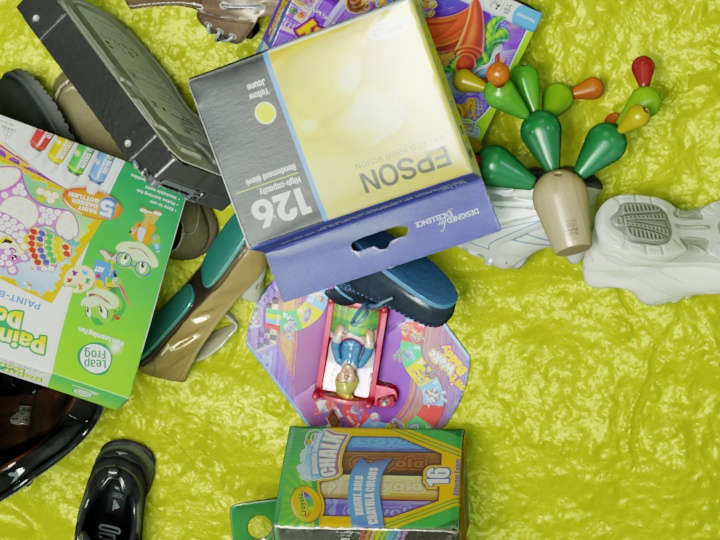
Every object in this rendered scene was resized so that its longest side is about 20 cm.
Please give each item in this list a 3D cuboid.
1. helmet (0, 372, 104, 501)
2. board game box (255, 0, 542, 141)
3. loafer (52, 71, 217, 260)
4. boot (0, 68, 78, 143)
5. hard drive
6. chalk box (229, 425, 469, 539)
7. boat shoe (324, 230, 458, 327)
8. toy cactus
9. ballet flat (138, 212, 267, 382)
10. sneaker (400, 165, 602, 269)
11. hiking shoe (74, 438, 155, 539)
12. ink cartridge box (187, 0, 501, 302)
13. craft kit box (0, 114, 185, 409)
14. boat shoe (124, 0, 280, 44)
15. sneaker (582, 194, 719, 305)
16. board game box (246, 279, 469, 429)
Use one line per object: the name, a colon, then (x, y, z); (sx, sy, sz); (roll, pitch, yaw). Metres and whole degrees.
helmet: (-0.306, 0.082, 1.533); (0.200, 0.200, 0.191); (44, 72, -3)
board game box: (0.031, -0.194, 1.483); (0.200, 0.045, 0.135); (21, 103, -18)
loafer: (-0.196, -0.093, 1.550); (0.076, 0.067, 0.200); (-38, 95, 11)
boot: (-0.335, -0.073, 1.502); (0.200, 0.066, 0.165); (-27, 66, -24)
hard drive: (-0.184, -0.142, 1.471); (0.038, 0.140, 0.200); (-41, 70, 12)
chalk box: (-0.010, 0.218, 1.542); (0.200, 0.124, 0.125); (2, 129, 6)
boat shoe: (0.000, 0.000, 1.528); (0.200, 0.084, 0.069); (36, 115, 35)
toy cactus: (0.158, -0.097, 1.453); (0.200, 0.102, 0.165); (-10, 75, -13)
ballet flat: (-0.123, 0.020, 1.566); (0.063, 0.069, 0.200); (30, 116, -26)
sneaker: (0.105, -0.042, 1.525); (0.200, 0.075, 0.087); (1, 107, 8)
hiking shoe: (-0.233, 0.256, 1.605); (0.076, 0.101, 0.200); (8, 102, 6)
ink cartridge box: (-0.014, -0.091, 1.425); (0.197, 0.047, 0.200); (-19, 96, 15)
craft kit box: (-0.257, -0.012, 1.443); (0.200, 0.049, 0.198); (19, 69, -15)
boat shoe: (-0.106, -0.229, 1.512); (0.200, 0.072, 0.072); (-4, 107, 11)
sneaker: (0.278, -0.009, 1.515); (0.200, 0.078, 0.099); (10, 144, -11)
board game box: (-0.003, 0.077, 1.573); (0.158, 0.039, 0.200); (-35, 95, 12)
